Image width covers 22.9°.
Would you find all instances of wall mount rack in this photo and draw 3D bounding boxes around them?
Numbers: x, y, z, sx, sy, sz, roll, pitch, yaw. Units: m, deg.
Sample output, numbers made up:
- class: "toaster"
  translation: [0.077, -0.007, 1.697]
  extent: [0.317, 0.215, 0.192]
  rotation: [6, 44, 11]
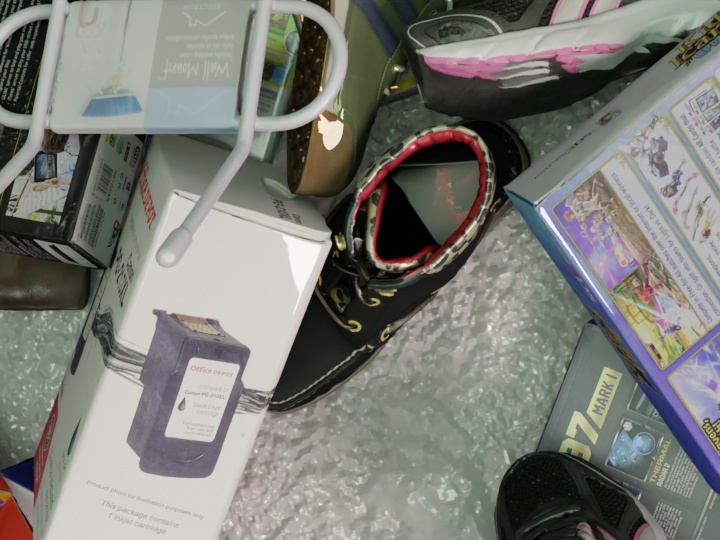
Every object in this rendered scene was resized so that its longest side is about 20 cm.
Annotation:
- class: "wall mount rack"
  translation: [-0.112, -0.078, 0.813]
  extent: [0.199, 0.075, 0.175]
  rotation: [1, 74, 22]

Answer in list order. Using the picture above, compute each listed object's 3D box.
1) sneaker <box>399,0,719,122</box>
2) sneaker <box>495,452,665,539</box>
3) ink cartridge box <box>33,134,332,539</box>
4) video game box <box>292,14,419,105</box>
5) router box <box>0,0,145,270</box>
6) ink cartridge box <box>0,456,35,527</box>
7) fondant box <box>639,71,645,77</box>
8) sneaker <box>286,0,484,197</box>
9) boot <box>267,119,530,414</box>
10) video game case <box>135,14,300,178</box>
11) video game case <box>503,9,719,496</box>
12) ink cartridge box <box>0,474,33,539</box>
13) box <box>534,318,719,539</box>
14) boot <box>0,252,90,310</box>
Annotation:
- class: "sneaker"
  translation: [0.108, -0.133, 0.855]
  extent: [0.199, 0.080, 0.087]
  rotation: [-13, 75, -18]
- class: "sneaker"
  translation: [0.104, 0.147, 0.817]
  extent: [0.080, 0.200, 0.086]
  rotation: [-34, 126, 7]
- class: "ink cartridge box"
  translation: [-0.095, 0.045, 0.893]
  extent: [0.084, 0.145, 0.201]
  rotation: [19, 102, -15]
- class: "video game box"
  translation: [0.036, -0.200, 0.927]
  extent: [0.181, 0.047, 0.201]
  rotation: [-19, 89, 1]
- class: "router box"
  translation: [-0.176, -0.112, 0.917]
  extent: [0.148, 0.051, 0.201]
  rotation: [10, 77, 18]
- class: "ink cartridge box"
  translation: [-0.154, 0.193, 0.968]
  extent: [0.199, 0.076, 0.137]
  rotation: [26, 95, 6]
- class: "fondant box"
  translation: [0.229, -0.136, 0.908]
  extent: [0.143, 0.058, 0.201]
  rotation: [17, 95, 8]
- class: "sneaker"
  translation: [0.020, -0.132, 0.866]
  extent: [0.089, 0.067, 0.202]
  rotation: [8, 87, -15]
- class: "boot"
  translation: [0.000, -0.002, 0.898]
  extent: [0.204, 0.154, 0.074]
  rotation: [-44, 86, 8]
- class: "video game case"
  translation: [-0.123, -0.147, 0.979]
  extent: [0.199, 0.023, 0.183]
  rotation: [19, 95, 8]
- class: "video game case"
  translation: [0.192, -0.016, 0.831]
  extent: [0.181, 0.045, 0.200]
  rotation: [-39, 112, -6]
- class: "ink cartridge box"
  translation: [-0.241, 0.135, 0.937]
  extent: [0.109, 0.050, 0.200]
  rotation: [-56, 45, 9]
- class: "box"
  translation: [0.156, 0.145, 0.925]
  extent: [0.157, 0.051, 0.201]
  rotation: [21, 95, 14]
- class: "boot"
  translation: [-0.244, -0.061, 0.977]
  extent: [0.198, 0.064, 0.188]
  rotation: [-6, 104, 13]
